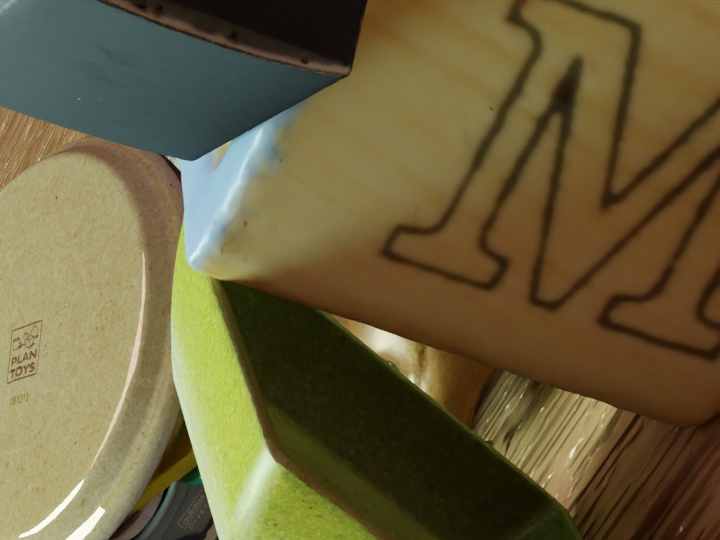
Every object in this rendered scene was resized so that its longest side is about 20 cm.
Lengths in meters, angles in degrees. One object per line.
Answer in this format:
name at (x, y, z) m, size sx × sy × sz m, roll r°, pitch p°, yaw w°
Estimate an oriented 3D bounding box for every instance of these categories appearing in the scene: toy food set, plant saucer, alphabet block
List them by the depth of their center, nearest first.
plant saucer at (0.011, 0.088, 0.990) m, size 0.048 × 0.200 × 0.200 m, roll -46°, pitch 24°, yaw 10°
alphabet block at (0.062, -0.095, 1.020) m, size 0.195 × 0.200 × 0.197 m, roll -96°, pitch 30°, yaw -53°
toy food set at (-0.124, 0.041, 1.231) m, size 0.200 × 0.049 × 0.198 m, roll -35°, pitch 50°, yaw 38°

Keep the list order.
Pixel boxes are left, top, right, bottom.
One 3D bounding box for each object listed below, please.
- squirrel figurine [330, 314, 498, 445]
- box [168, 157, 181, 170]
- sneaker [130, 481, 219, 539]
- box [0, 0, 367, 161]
squirrel figurine at (0.000, 0.000, 1.224) m, size 0.187 × 0.141 × 0.200 m, roll -16°, pitch 60°, yaw 61°
box at (-0.055, -0.146, 1.577) m, size 0.158 × 0.050 × 0.200 m, roll -61°, pitch -8°, yaw -81°
sneaker at (-0.072, 0.061, 1.310) m, size 0.200 × 0.070 × 0.082 m, roll -61°, pitch -25°, yaw -8°
box at (-0.053, -0.151, 0.919) m, size 0.148 × 0.104 × 0.200 m, roll 162°, pitch 124°, yaw -67°
